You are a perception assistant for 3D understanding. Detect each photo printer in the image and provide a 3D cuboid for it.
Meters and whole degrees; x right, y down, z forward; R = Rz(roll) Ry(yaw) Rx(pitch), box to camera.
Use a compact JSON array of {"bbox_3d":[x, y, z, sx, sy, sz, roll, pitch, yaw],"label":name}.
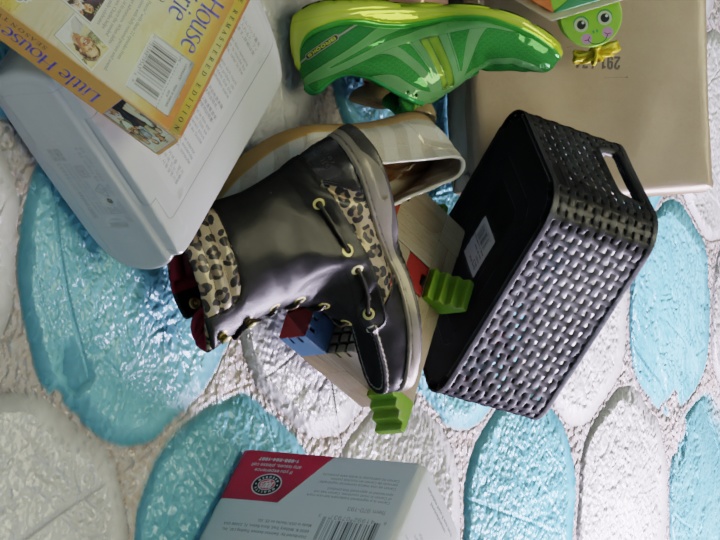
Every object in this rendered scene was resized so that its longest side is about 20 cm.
[{"bbox_3d":[-0.128,-0.128,1.226,0.166,0.069,0.200,58,44,-38],"label":"photo printer"}]

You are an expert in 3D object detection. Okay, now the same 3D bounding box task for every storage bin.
[{"bbox_3d":[0.125,-0.003,1.499,0.094,0.200,0.135,16,31,-21],"label":"storage bin"}]

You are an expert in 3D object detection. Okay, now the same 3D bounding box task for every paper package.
[{"bbox_3d":[0.175,-0.151,1.595,0.103,0.200,0.191,-153,-121,-79],"label":"paper package"}]

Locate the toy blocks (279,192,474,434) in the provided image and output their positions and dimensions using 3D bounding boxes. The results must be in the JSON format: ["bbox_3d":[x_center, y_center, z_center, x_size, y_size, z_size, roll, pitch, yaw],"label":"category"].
[{"bbox_3d":[0.000,0.000,1.442,0.137,0.100,0.200,41,55,-38],"label":"toy blocks"}]

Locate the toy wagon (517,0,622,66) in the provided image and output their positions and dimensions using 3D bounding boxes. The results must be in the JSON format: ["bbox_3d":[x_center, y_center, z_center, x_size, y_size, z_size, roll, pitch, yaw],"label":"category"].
[{"bbox_3d":[0.160,-0.249,1.478,0.040,0.155,0.200,-111,-175,-75],"label":"toy wagon"}]

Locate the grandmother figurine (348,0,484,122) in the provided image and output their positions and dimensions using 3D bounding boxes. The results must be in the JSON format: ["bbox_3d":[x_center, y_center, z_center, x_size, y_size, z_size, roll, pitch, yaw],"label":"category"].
[{"bbox_3d":[0.040,-0.220,1.499,0.121,0.061,0.200,16,83,-30],"label":"grandmother figurine"}]

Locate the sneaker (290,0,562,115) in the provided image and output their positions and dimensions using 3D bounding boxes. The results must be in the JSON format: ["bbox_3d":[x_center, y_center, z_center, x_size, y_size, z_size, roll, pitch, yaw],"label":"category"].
[{"bbox_3d":[0.047,-0.153,1.439,0.074,0.200,0.084,-154,-115,-79],"label":"sneaker"}]

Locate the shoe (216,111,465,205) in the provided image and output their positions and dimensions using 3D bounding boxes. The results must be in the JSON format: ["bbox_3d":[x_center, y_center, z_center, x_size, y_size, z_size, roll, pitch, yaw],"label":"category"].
[{"bbox_3d":[-0.014,-0.064,1.367,0.200,0.053,0.070,-19,138,-32],"label":"shoe"}]

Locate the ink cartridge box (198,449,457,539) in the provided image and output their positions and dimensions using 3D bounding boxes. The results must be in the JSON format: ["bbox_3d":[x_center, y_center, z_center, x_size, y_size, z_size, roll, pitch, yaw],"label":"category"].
[{"bbox_3d":[-0.041,0.224,1.309,0.200,0.145,0.083,-64,143,-36],"label":"ink cartridge box"}]

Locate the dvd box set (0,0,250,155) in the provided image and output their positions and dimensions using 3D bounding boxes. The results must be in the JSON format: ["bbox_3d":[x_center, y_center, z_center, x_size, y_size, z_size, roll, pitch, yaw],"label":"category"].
[{"bbox_3d":[-0.160,-0.179,1.123,0.200,0.029,0.146,36,54,-21],"label":"dvd box set"}]

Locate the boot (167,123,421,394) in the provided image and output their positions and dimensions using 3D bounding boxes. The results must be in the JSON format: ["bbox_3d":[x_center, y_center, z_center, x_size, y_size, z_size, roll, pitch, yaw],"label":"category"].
[{"bbox_3d":[-0.043,0.015,1.317,0.151,0.073,0.200,-23,125,-20],"label":"boot"}]
